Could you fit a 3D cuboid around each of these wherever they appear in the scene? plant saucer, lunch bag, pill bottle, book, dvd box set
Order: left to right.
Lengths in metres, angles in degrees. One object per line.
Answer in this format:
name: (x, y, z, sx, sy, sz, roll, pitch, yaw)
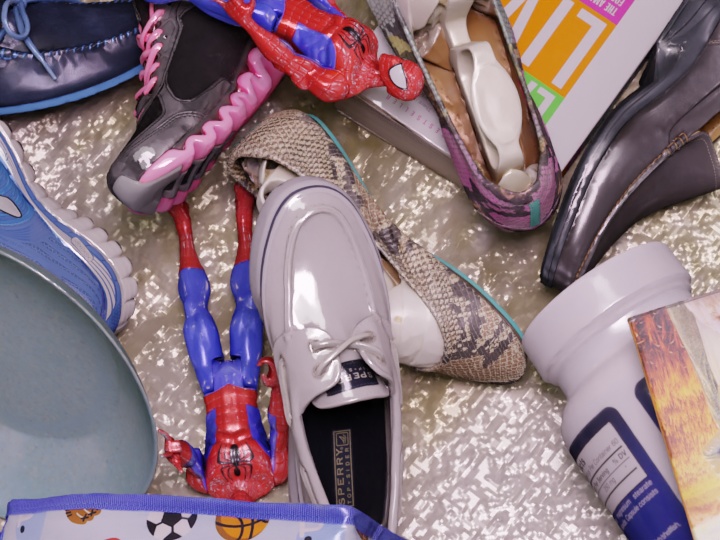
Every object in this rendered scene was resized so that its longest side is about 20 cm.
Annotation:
plant saucer: (-0.186, 0.048, 1.256, 0.201, 0.201, 0.039, 23, 45, 10)
lunch bag: (-0.088, 0.193, 1.135, 0.200, 0.124, 0.170, 0, 72, 18)
book: (0.096, -0.140, 1.372, 0.134, 0.048, 0.200, 33, 74, 8)
pill bottle: (0.175, 0.091, 1.248, 0.116, 0.116, 0.200, -31, 73, -8)
dvd box set: (0.224, 0.096, 1.159, 0.146, 0.029, 0.200, -17, 75, 10)

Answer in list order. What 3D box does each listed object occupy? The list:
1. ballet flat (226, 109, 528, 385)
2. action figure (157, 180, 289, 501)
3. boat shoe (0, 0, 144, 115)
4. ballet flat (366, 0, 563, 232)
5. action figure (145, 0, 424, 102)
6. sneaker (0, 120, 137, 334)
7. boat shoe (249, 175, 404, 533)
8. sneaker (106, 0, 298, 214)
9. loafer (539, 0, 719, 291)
ballet flat: (0.000, 0.000, 1.305, 0.200, 0.068, 0.075, 48, 52, 11)
action figure: (-0.074, 0.044, 1.290, 0.065, 0.099, 0.200, -8, 73, 1)
boat shoe: (-0.210, -0.126, 1.352, 0.200, 0.069, 0.084, -13, 29, -4)
ballet flat: (0.057, -0.117, 1.302, 0.069, 0.071, 0.200, -21, 75, -9)
action figure: (-0.055, -0.143, 1.292, 0.200, 0.052, 0.065, 30, 45, 2)
sneaker: (-0.215, -0.028, 1.306, 0.200, 0.079, 0.089, 41, 40, 10)
boat shoe: (-0.012, 0.053, 1.232, 0.072, 0.066, 0.200, -5, 99, -18)
sneaker: (-0.096, -0.112, 1.321, 0.095, 0.079, 0.200, 38, 48, -4)
loafer: (0.167, -0.065, 1.327, 0.072, 0.073, 0.200, 32, 77, 8)
